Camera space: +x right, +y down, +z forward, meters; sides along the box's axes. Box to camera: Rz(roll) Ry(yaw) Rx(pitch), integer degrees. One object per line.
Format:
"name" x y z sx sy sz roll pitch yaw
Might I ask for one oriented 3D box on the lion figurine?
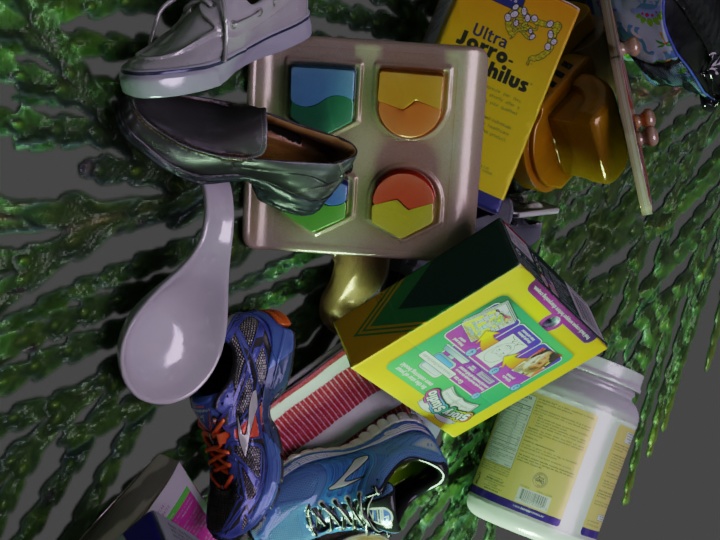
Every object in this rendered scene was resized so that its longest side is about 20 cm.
"lion figurine" 0.000 0.000 1.396 0.122 0.072 0.200 5 111 -13

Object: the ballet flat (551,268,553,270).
"ballet flat" 0.151 0.062 1.562 0.200 0.068 0.069 -36 143 -52

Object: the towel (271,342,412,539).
"towel" -0.015 0.160 1.444 0.144 0.023 0.200 -36 131 -11

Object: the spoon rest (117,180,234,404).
"spoon rest" -0.141 0.011 1.245 0.099 0.061 0.201 6 97 -42

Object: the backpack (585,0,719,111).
"backpack" 0.320 -0.295 1.606 0.200 0.147 0.183 36 77 -53

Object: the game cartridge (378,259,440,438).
"game cartridge" 0.058 0.071 1.524 0.133 0.040 0.200 14 92 -47

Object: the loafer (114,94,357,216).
"loafer" -0.094 -0.106 1.216 0.200 0.072 0.073 15 52 -35

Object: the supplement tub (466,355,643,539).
"supplement tub" 0.210 0.185 1.656 0.145 0.145 0.200 26 83 -51

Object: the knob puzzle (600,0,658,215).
"knob puzzle" 0.271 -0.142 1.512 0.220 0.030 0.220 -11 90 -78

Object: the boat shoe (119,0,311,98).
"boat shoe" -0.110 -0.198 1.196 0.202 0.074 0.086 -31 126 -42

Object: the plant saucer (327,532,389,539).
"plant saucer" -0.041 0.331 1.483 0.200 0.032 0.201 -29 133 -35

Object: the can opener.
"can opener" 0.122 -0.043 1.542 0.200 0.053 0.067 -10 110 -46

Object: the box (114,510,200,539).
"box" -0.168 0.315 1.222 0.200 0.105 0.184 -40 134 7

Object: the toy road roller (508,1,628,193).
"toy road roller" 0.210 -0.160 1.527 0.200 0.146 0.123 -46 134 -28

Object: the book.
"book" -0.162 0.269 1.332 0.134 0.048 0.200 -51 137 -28

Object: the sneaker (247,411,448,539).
"sneaker" -0.010 0.200 1.397 0.200 0.089 0.079 -27 128 -16

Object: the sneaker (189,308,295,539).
"sneaker" -0.112 0.128 1.317 0.078 0.075 0.201 12 78 -39

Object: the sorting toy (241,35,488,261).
"sorting toy" 0.003 -0.099 1.303 0.036 0.199 0.186 -96 -171 -73

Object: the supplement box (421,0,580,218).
"supplement box" 0.099 -0.157 1.395 0.109 0.109 0.200 23 85 -8

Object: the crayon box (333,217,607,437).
"crayon box" 0.101 0.056 1.379 0.172 0.058 0.200 -31 144 15
